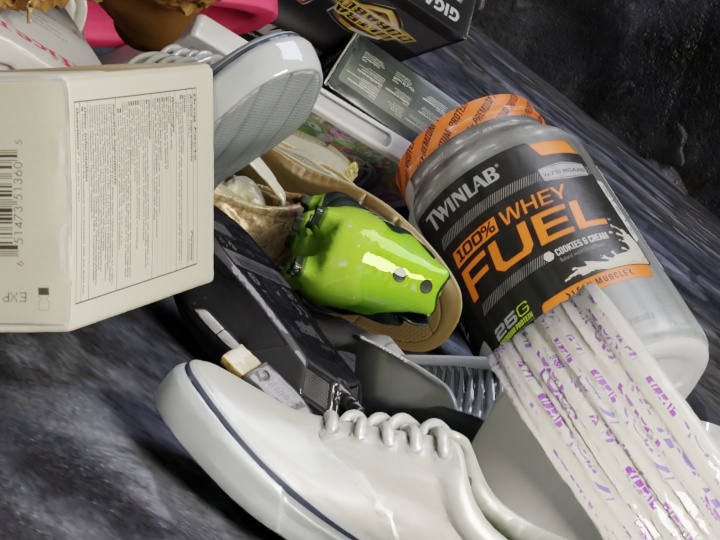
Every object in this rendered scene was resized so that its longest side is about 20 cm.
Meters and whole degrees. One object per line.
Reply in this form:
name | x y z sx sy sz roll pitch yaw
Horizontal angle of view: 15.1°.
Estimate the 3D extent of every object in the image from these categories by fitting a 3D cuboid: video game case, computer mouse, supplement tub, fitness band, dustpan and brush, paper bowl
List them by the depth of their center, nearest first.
paper bowl | 0.122 0.113 1.219 0.201 0.104 0.201 55 4 -6
computer mouse | -0.048 0.045 1.256 0.200 0.046 0.140 51 12 19
dustpan and brush | 0.026 0.053 1.383 0.200 0.057 0.139 4 -12 43
supplement tub | 0.107 0.001 1.592 0.122 0.123 0.200 19 34 -56
fitness band | -0.144 -0.164 1.613 0.200 0.038 0.143 1 -8 -39
video game case | -0.056 -0.091 1.693 0.200 0.018 0.143 31 -22 -25

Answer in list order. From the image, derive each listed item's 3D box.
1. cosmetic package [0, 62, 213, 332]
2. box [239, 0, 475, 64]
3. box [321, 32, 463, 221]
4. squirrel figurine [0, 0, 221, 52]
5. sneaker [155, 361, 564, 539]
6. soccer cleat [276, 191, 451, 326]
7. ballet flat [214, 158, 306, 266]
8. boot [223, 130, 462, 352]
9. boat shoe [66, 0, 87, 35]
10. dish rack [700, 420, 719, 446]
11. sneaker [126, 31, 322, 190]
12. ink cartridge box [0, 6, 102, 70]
cosmetic package | -0.122 -0.035 1.141 0.071 0.105 0.200 1 4 13
box | -0.062 -0.187 1.703 0.200 0.050 0.198 30 -28 -32
box | 0.039 -0.060 1.767 0.200 0.046 0.159 34 -24 -11
squirrel figurine | -0.144 -0.194 1.297 0.186 0.142 0.200 26 10 -19
sneaker | 0.011 0.089 1.116 0.200 0.071 0.073 35 10 -4
soccer cleat | 0.000 0.000 1.396 0.081 0.068 0.200 23 0 -6
ballet flat | -0.111 -0.068 1.486 0.200 0.065 0.071 33 12 -12
boot | -0.017 -0.028 1.594 0.200 0.072 0.155 33 8 7
boat shoe | -0.245 -0.165 1.505 0.200 0.072 0.060 24 -21 3
dish rack | 0.163 0.104 1.469 0.171 0.044 0.200 10 -7 34
sneaker | -0.088 -0.076 1.303 0.073 0.200 0.071 -14 77 -37
ink cartridge box | -0.209 -0.112 1.317 0.147 0.086 0.200 30 13 -30
